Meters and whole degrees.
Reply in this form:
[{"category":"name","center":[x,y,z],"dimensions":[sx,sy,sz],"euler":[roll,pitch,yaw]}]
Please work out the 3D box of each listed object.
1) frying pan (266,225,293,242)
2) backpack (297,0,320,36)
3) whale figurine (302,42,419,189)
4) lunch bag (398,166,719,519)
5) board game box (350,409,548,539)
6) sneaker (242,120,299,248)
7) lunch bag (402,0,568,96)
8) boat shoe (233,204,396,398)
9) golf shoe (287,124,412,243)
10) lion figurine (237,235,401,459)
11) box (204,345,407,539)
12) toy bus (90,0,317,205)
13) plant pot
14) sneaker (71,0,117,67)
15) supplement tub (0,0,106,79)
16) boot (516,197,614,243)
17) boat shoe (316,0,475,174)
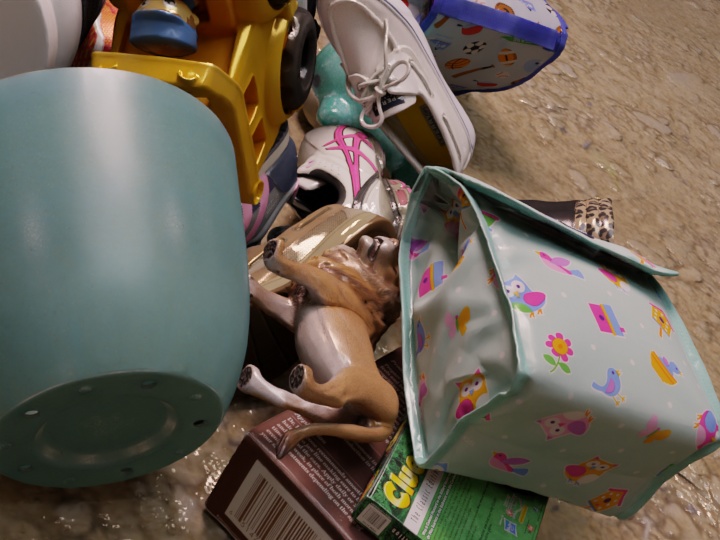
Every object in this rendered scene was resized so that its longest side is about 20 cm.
[{"category":"frying pan","center":[-0.015,-0.008,0.945],"dimensions":[0.114,0.031,0.190],"euler":[30,20,2]},{"category":"backpack","center":[-0.108,-0.240,1.045],"dimensions":[0.149,0.179,0.201],"euler":[-7,49,-16]},{"category":"whale figurine","center":[0.030,-0.144,1.100],"dimensions":[0.158,0.104,0.201],"euler":[3,45,-40]},{"category":"lunch bag","center":[0.113,0.031,0.734],"dimensions":[0.169,0.122,0.202],"euler":[20,42,-27]},{"category":"board game box","center":[0.070,0.117,0.727],"dimensions":[0.105,0.023,0.200],"euler":[40,32,-1]},{"category":"sneaker","center":[-0.104,-0.025,0.846],"dimensions":[0.070,0.083,0.200],"euler":[18,51,32]},{"category":"lunch bag","center":[0.094,-0.255,1.217],"dimensions":[0.168,0.126,0.199],"euler":[10,3,-28]},{"category":"boat shoe","center":[-0.061,0.019,0.811],"dimensions":[0.064,0.072,0.199],"euler":[26,47,37]},{"category":"golf shoe","center":[-0.022,-0.075,0.965],"dimensions":[0.091,0.073,0.200],"euler":[10,21,-25]},{"category":"lion figurine","center":[-0.013,0.050,0.713],"dimensions":[0.122,0.072,0.202],"euler":[30,35,-31]},{"category":"box","center":[0.006,0.124,0.749],"dimensions":[0.100,0.075,0.199],"euler":[44,35,17]},{"category":"toy bus","center":[-0.116,-0.128,0.755],"dimensions":[0.134,0.201,0.194],"euler":[9,56,10]},{"category":"plant pot","center":[-0.148,0.019,0.646],"dimensions":[0.199,0.201,0.162],"euler":[7,51,-36]},{"category":"sneaker","center":[-0.209,-0.187,0.957],"dimensions":[0.076,0.074,0.200],"euler":[15,20,-29]},{"category":"supplement tub","center":[-0.240,-0.181,0.756],"dimensions":[0.139,0.141,0.201],"euler":[24,24,-14]},{"category":"boot","center":[0.129,-0.029,0.971],"dimensions":[0.148,0.074,0.200],"euler":[1,2,8]},{"category":"boat shoe","center":[0.024,-0.150,0.988],"dimensions":[0.203,0.074,0.086],"euler":[55,31,-23]}]
